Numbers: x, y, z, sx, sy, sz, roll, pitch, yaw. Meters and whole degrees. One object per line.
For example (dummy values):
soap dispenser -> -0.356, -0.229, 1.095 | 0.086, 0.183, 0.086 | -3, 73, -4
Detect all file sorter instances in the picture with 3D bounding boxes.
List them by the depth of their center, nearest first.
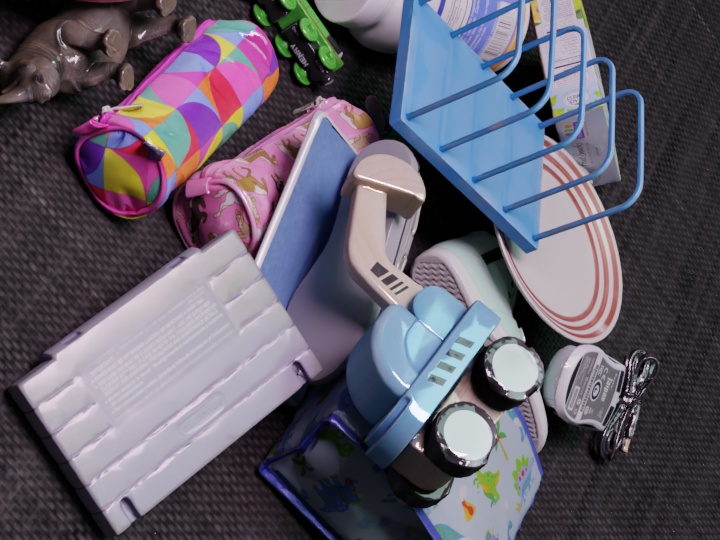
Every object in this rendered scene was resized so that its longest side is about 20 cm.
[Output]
file sorter -> 0.134, -0.139, 1.433 | 0.200, 0.122, 0.140 | 39, 43, -37

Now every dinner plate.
dinner plate -> 0.171, -0.029, 1.553 | 0.199, 0.024, 0.202 | 27, 53, -42

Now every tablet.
tablet -> -0.042, -0.008, 1.340 | 0.130, 0.014, 0.202 | 47, 59, -54

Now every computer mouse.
computer mouse -> 0.207, 0.105, 1.562 | 0.200, 0.044, 0.111 | 28, 83, -57

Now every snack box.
snack box -> 0.207, -0.179, 1.678 | 0.200, 0.052, 0.144 | 51, 28, -69

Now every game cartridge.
game cartridge -> -0.134, 0.074, 1.215 | 0.199, 0.038, 0.130 | -37, 96, -28

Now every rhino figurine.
rhino figurine -> -0.207, -0.158, 1.264 | 0.200, 0.087, 0.060 | -46, 137, -49

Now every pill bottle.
pill bottle -> 0.053, -0.246, 1.569 | 0.199, 0.112, 0.113 | 8, 65, -45

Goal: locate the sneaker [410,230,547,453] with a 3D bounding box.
sneaker -> 0.129, 0.057, 1.530 | 0.118, 0.073, 0.202 | -30, 95, -53

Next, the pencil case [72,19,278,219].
pencil case -> -0.138, -0.121, 1.319 | 0.089, 0.088, 0.200 | 54, 39, -13

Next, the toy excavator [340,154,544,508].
toy excavator -> 0.034, 0.036, 1.243 | 0.200, 0.100, 0.195 | 40, 60, -1

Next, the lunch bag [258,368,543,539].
lunch bag -> 0.046, 0.151, 1.348 | 0.200, 0.127, 0.170 | 43, 45, -9

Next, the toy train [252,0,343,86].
toy train -> -0.078, -0.247, 1.484 | 0.201, 0.042, 0.056 | 55, 30, -12

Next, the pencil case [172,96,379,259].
pencil case -> -0.063, -0.069, 1.375 | 0.086, 0.083, 0.200 | 44, 40, 7

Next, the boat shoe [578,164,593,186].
boat shoe -> 0.162, -0.064, 1.623 | 0.199, 0.074, 0.094 | 15, 53, -44

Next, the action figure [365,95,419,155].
action figure -> 0.053, -0.132, 1.536 | 0.055, 0.118, 0.199 | 57, 30, 10

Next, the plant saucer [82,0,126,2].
plant saucer -> -0.204, -0.260, 1.282 | 0.198, 0.051, 0.202 | 10, 39, -9

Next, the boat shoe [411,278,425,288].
boat shoe -> 0.073, 0.094, 1.448 | 0.202, 0.073, 0.063 | 54, 41, -12

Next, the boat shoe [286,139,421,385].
boat shoe -> 0.000, 0.000, 1.339 | 0.066, 0.071, 0.202 | 47, 55, -58
